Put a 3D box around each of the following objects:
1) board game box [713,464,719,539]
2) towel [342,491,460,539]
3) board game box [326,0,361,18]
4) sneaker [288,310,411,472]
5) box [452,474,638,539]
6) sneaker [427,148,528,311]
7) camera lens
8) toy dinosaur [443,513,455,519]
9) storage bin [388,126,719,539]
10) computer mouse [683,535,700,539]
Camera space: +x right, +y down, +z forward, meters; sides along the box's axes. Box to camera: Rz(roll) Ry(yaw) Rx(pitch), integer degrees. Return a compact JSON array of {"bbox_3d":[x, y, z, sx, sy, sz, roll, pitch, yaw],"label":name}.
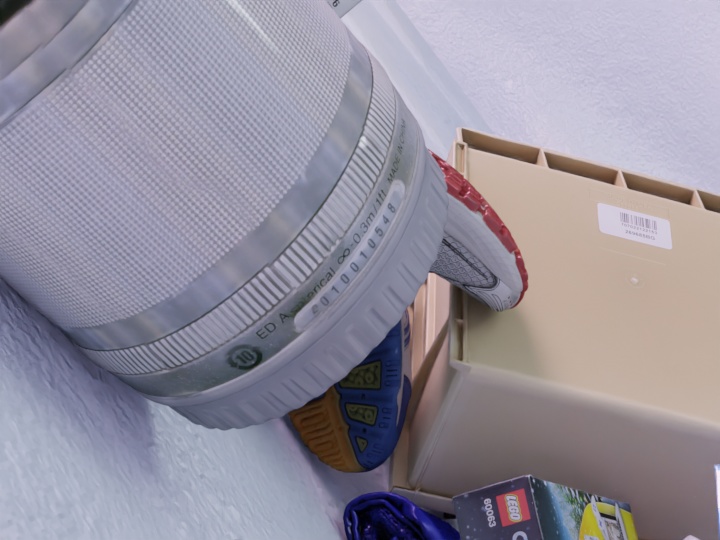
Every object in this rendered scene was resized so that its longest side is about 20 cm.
[{"bbox_3d":[0.192,0.219,0.810,0.201,0.055,0.197,-83,163,-46],"label":"board game box"},{"bbox_3d":[0.078,0.183,0.916,0.200,0.049,0.148,37,20,-57],"label":"towel"},{"bbox_3d":[-0.087,-0.165,0.863,0.135,0.034,0.199,56,-25,-18],"label":"board game box"},{"bbox_3d":[0.000,0.000,0.942,0.088,0.075,0.202,11,68,-59],"label":"sneaker"},{"bbox_3d":[0.102,0.195,0.810,0.136,0.037,0.202,24,51,-61],"label":"box"},{"bbox_3d":[-0.011,-0.031,0.859,0.199,0.083,0.078,28,12,-17],"label":"sneaker"},{"bbox_3d":[-0.080,-0.057,0.702,0.200,0.160,0.160,46,12,-31],"label":"camera lens"},{"bbox_3d":[0.078,0.098,1.085,0.086,0.135,0.200,55,43,-10],"label":"toy dinosaur"},{"bbox_3d":[0.124,0.036,0.968,0.198,0.094,0.200,14,40,-8],"label":"storage bin"},{"bbox_3d":[0.125,0.194,0.753,0.201,0.043,0.110,-81,157,-51],"label":"computer mouse"}]
